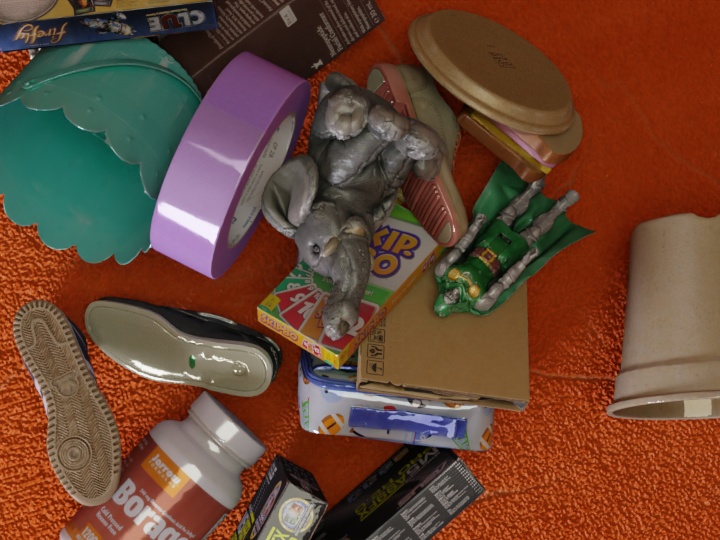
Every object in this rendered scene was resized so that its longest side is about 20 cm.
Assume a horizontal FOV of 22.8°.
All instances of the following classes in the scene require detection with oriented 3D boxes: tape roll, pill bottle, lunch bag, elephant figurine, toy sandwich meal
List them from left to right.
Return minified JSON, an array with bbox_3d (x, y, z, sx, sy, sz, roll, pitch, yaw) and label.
[{"bbox_3d":[-0.187,0.219,1.725,0.112,0.112,0.200,42,87,-4],"label":"pill bottle"},{"bbox_3d":[-0.118,-0.096,1.631,0.065,0.200,0.201,27,88,5],"label":"tape roll"},{"bbox_3d":[-0.021,-0.062,1.627,0.141,0.155,0.201,28,100,5],"label":"elephant figurine"},{"bbox_3d":[0.038,0.120,1.717,0.198,0.160,0.076,5,100,-6],"label":"lunch bag"},{"bbox_3d":[0.126,-0.174,1.734,0.204,0.206,0.070,29,121,-5],"label":"toy sandwich meal"}]

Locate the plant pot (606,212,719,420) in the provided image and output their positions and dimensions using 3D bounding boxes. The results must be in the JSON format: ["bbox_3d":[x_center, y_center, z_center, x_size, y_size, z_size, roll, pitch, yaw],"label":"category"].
[{"bbox_3d":[0.336,0.044,1.742,0.199,0.201,0.185,0,79,-5],"label":"plant pot"}]

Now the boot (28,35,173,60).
[{"bbox_3d":[-0.262,-0.300,1.733,0.152,0.073,0.205,-10,90,-2],"label":"boot"}]

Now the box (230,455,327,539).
[{"bbox_3d":[-0.094,0.265,1.683,0.044,0.200,0.161,28,89,-6],"label":"box"}]

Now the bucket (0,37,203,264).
[{"bbox_3d":[-0.246,-0.122,1.661,0.206,0.207,0.135,30,55,-5],"label":"bucket"}]

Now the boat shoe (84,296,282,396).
[{"bbox_3d":[-0.174,0.070,1.754,0.198,0.068,0.072,16,115,8],"label":"boat shoe"}]

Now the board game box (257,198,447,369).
[{"bbox_3d":[0.000,0.000,1.684,0.095,0.030,0.200,29,54,21],"label":"board game box"}]

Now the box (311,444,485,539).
[{"bbox_3d":[0.018,0.244,1.718,0.200,0.160,0.044,-41,100,-2],"label":"box"}]

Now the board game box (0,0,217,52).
[{"bbox_3d":[-0.232,-0.267,1.642,0.198,0.035,0.136,-6,48,1],"label":"board game box"}]

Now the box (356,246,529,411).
[{"bbox_3d":[0.080,0.038,1.697,0.162,0.021,0.201,8,50,-6],"label":"box"}]

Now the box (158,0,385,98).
[{"bbox_3d":[-0.084,-0.232,1.725,0.199,0.100,0.075,-37,51,-2],"label":"box"}]

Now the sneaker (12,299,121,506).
[{"bbox_3d":[-0.279,0.126,1.716,0.070,0.108,0.202,-19,89,-8],"label":"sneaker"}]

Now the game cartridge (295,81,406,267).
[{"bbox_3d":[0.011,-0.080,1.778,0.132,0.040,0.202,7,90,-9],"label":"game cartridge"}]

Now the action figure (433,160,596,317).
[{"bbox_3d":[0.132,-0.020,1.709,0.118,0.055,0.200,36,58,12],"label":"action figure"}]

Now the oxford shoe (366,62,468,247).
[{"bbox_3d":[0.072,-0.117,1.710,0.073,0.071,0.201,-9,68,-26],"label":"oxford shoe"}]
